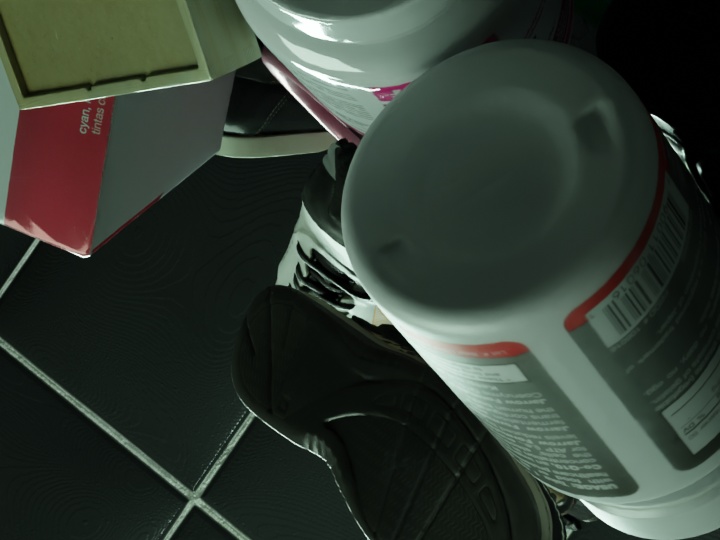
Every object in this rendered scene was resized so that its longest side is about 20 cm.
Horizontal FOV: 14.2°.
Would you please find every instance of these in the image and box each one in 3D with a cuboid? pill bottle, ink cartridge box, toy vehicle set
[{"bbox_3d":[0.082,0.014,1.041,0.114,0.114,0.200,34,171,37],"label":"pill bottle"},{"bbox_3d":[0.012,-0.114,1.056,0.113,0.113,0.200,35,180,13],"label":"pill bottle"},{"bbox_3d":[-0.166,-0.124,1.298,0.200,0.145,0.145,21,-150,14],"label":"ink cartridge box"},{"bbox_3d":[-0.116,-0.162,1.077,0.124,0.026,0.200,-3,111,48],"label":"toy vehicle set"}]

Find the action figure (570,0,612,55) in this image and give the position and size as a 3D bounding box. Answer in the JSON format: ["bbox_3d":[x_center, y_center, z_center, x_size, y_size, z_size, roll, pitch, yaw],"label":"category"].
[{"bbox_3d":[0.120,-0.078,1.254,0.200,0.055,0.118,39,-179,-15],"label":"action figure"}]

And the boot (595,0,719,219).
[{"bbox_3d":[0.183,-0.016,1.058,0.200,0.076,0.168,43,-179,36],"label":"boot"}]

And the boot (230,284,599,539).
[{"bbox_3d":[0.053,0.077,1.191,0.150,0.073,0.200,15,-167,-42],"label":"boot"}]

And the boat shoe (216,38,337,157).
[{"bbox_3d":[0.016,-0.099,1.401,0.199,0.068,0.072,-6,-164,-14],"label":"boat shoe"}]

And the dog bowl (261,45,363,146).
[{"bbox_3d":[0.039,-0.066,1.282,0.200,0.074,0.200,42,179,1],"label":"dog bowl"}]

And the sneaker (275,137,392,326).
[{"bbox_3d":[0.000,0.000,1.262,0.074,0.080,0.200,44,178,11],"label":"sneaker"}]
